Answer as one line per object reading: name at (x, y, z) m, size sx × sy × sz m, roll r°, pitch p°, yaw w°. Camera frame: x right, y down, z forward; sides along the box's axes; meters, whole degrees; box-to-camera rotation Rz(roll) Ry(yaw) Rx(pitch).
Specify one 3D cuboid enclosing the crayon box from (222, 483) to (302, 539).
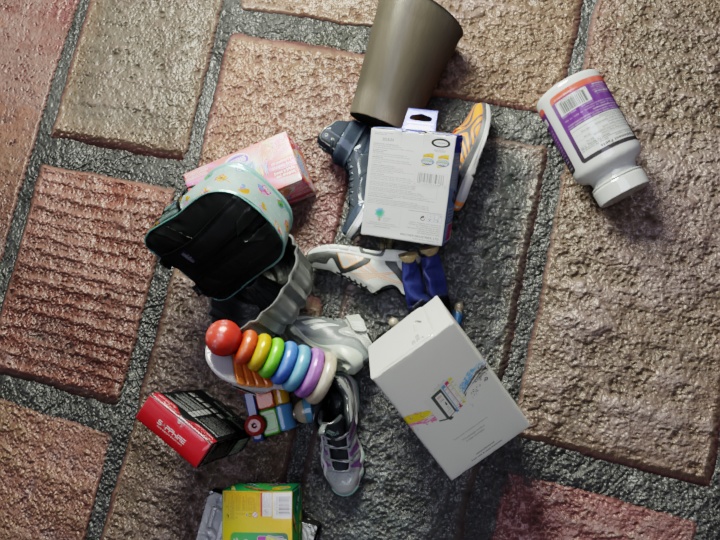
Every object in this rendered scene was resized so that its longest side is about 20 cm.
crayon box at (-0.156, 0.448, 0.989) m, size 0.118 × 0.058 × 0.201 m, roll -3°, pitch 82°, yaw 10°

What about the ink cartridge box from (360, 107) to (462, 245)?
ink cartridge box at (0.083, -0.149, 0.969) m, size 0.136 × 0.076 × 0.201 m, roll 9°, pitch 105°, yaw 15°

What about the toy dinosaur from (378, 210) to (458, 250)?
toy dinosaur at (0.114, -0.100, 1.064) m, size 0.088 × 0.047 × 0.200 m, roll 40°, pitch 87°, yaw 19°

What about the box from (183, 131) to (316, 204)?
box at (-0.194, -0.152, 1.096) m, size 0.199 × 0.103 × 0.095 m, roll -21°, pitch 79°, yaw 8°

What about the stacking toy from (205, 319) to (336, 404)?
stacking toy at (-0.139, 0.129, 0.943) m, size 0.199 × 0.085 × 0.086 m, roll 27°, pitch 87°, yaw -15°

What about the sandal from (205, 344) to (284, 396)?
sandal at (-0.158, 0.167, 0.996) m, size 0.059 × 0.206 × 0.080 m, roll -42°, pitch 40°, yaw 41°

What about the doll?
doll at (0.109, 0.066, 1.019) m, size 0.136 × 0.048 × 0.201 m, roll -17°, pitch 99°, yaw -17°

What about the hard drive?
hard drive at (-0.178, 0.464, 1.041) m, size 0.199 × 0.038 × 0.141 m, roll 15°, pitch 85°, yaw 13°

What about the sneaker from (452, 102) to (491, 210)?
sneaker at (0.146, -0.207, 1.036) m, size 0.111 × 0.078 × 0.201 m, roll 20°, pitch 72°, yaw 1°

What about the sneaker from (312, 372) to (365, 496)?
sneaker at (-0.043, 0.265, 0.989) m, size 0.077 × 0.140 × 0.201 m, roll -8°, pitch 80°, yaw 8°

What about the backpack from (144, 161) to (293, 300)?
backpack at (-0.205, -0.070, 0.971) m, size 0.199 × 0.154 × 0.176 m, roll -27°, pitch 118°, yaw 35°

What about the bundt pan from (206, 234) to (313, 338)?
bundt pan at (-0.159, 0.037, 1.040) m, size 0.201 × 0.076 × 0.203 m, roll -26°, pitch 41°, yaw 25°

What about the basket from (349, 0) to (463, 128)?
basket at (0.068, -0.339, 1.049) m, size 0.136 × 0.180 × 0.201 m, roll 24°, pitch 93°, yaw 37°

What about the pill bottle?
pill bottle at (0.377, -0.208, 0.996) m, size 0.111 × 0.111 × 0.201 m, roll -25°, pitch 79°, yaw 6°

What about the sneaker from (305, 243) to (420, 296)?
sneaker at (0.000, 0.000, 1.055) m, size 0.199 × 0.074 × 0.081 m, roll 6°, pitch 85°, yaw 11°

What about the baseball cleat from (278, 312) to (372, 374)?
baseball cleat at (-0.061, 0.104, 1.062) m, size 0.199 × 0.070 × 0.106 m, roll 30°, pitch 55°, yaw 25°

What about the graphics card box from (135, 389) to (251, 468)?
graphics card box at (-0.259, 0.249, 1.002) m, size 0.125 × 0.200 × 0.051 m, roll 34°, pitch 89°, yaw 12°

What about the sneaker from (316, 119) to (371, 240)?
sneaker at (-0.024, -0.164, 1.072) m, size 0.145 × 0.077 × 0.203 m, roll 25°, pitch 77°, yaw 1°

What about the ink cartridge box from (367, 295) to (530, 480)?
ink cartridge box at (0.125, 0.171, 0.937) m, size 0.144 × 0.147 × 0.200 m, roll -36°, pitch 100°, yaw 5°

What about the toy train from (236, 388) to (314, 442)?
toy train at (-0.151, 0.179, 1.057) m, size 0.115 × 0.085 × 0.201 m, roll -14°, pitch 80°, yaw -3°
